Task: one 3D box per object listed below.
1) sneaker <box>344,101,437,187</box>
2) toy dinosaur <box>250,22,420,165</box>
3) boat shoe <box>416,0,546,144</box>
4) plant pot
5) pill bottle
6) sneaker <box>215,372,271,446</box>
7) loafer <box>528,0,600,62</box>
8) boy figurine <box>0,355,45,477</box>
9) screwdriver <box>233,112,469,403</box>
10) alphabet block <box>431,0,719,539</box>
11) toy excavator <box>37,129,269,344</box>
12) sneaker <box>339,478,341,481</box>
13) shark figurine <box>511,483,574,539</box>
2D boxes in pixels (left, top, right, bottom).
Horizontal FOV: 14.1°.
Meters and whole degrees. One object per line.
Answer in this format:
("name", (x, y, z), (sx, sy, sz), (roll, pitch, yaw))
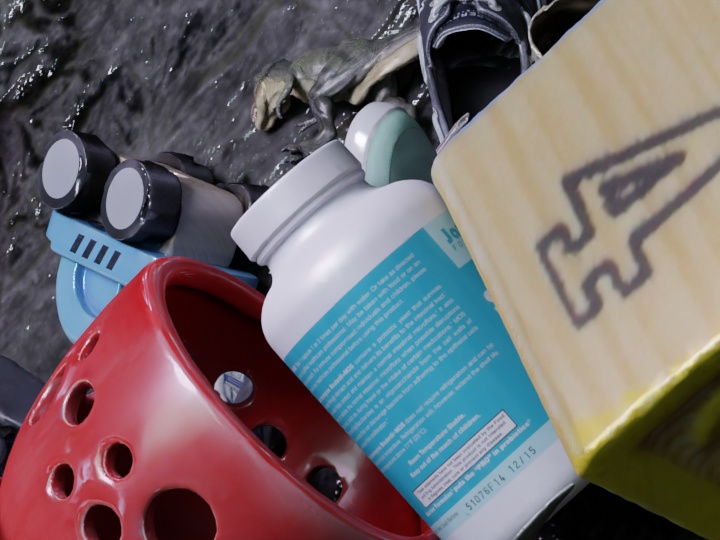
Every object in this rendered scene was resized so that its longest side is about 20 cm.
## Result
("sneaker", (0.071, 0.002, 1.443), (0.118, 0.201, 0.074), (-6, 24, 39))
("toy dinosaur", (0.001, -0.100, 1.646), (0.200, 0.047, 0.088), (-15, 53, 35))
("boat shoe", (0.062, -0.122, 1.561), (0.072, 0.068, 0.200), (-9, 64, 12))
("plant pot", (-0.087, 0.121, 1.405), (0.182, 0.200, 0.201), (-44, 45, 15))
("pill bottle", (0.030, 0.035, 1.367), (0.111, 0.111, 0.200), (-43, 86, 19))
("sneaker", (-0.080, 0.087, 1.548), (0.075, 0.088, 0.200), (-18, 81, 4))
("loafer", (0.163, -0.110, 1.474), (0.200, 0.068, 0.076), (-4, 66, 43))
("boy figurine", (-0.197, 0.126, 1.640), (0.064, 0.200, 0.124), (40, 66, 20))
("screwdriver", (0.000, 0.000, 1.512), (0.200, 0.029, 0.028), (-51, 50, 8))
("alphabet block", (0.183, -0.009, 1.313), (0.196, 0.195, 0.200), (-44, 46, 21))
("toy excavator", (-0.117, 0.039, 1.666), (0.194, 0.100, 0.200), (24, 101, 47))
("sneaker", (-0.017, 0.038, 1.566), (0.089, 0.079, 0.200), (-40, 47, 18))
("shark figurine", (0.111, 0.205, 1.340), (0.089, 0.215, 0.128), (-30, 4, -20))
